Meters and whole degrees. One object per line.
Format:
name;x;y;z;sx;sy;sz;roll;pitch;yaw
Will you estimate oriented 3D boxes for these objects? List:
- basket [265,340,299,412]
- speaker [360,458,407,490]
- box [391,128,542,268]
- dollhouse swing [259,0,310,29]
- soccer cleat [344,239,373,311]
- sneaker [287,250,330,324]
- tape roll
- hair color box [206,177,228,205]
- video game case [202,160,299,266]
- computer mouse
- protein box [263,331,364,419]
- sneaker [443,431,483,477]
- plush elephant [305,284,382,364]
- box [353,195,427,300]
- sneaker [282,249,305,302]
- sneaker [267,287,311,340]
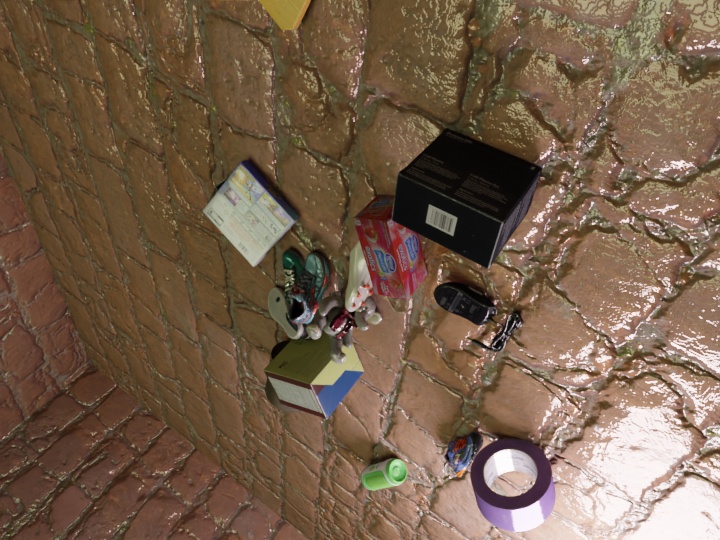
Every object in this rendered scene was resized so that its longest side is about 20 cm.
basket;-0.236;0.338;1.841;0.177;0.136;0.203;23;133;20
speaker;0.077;0.687;1.895;0.089;0.089;0.200;46;142;-2
box;0.184;-0.132;0.982;0.197;0.182;0.106;28;140;21
dollhouse swing;-0.197;-0.540;0.996;0.200;0.179;0.179;-41;74;52
soccer cleat;0.000;0.000;1.337;0.077;0.069;0.204;33;115;31
sneaker;-0.141;0.049;1.475;0.078;0.095;0.205;21;106;33
tape roll;0.371;0.519;1.376;0.197;0.200;0.086;7;129;38
hair color box;-0.324;-0.143;1.545;0.200;0.061;0.100;47;142;-2
video game case;-0.284;-0.146;1.456;0.200;0.045;0.181;47;115;-2
computer mouse;0.248;0.098;1.243;0.196;0.046;0.142;24;134;9
protein box;-0.134;0.293;1.645;0.197;0.199;0.137;5;128;39
sneaker;0.277;0.499;1.552;0.078;0.075;0.203;34;139;18
plush elephant;-0.025;0.115;1.435;0.152;0.203;0.166;-15;130;24
box;0.069;-0.050;1.229;0.094;0.100;0.204;9;129;37
sneaker;-0.176;0.043;1.555;0.070;0.080;0.204;4;126;40
sneaker;-0.195;0.137;1.668;0.073;0.111;0.201;-50;50;15
